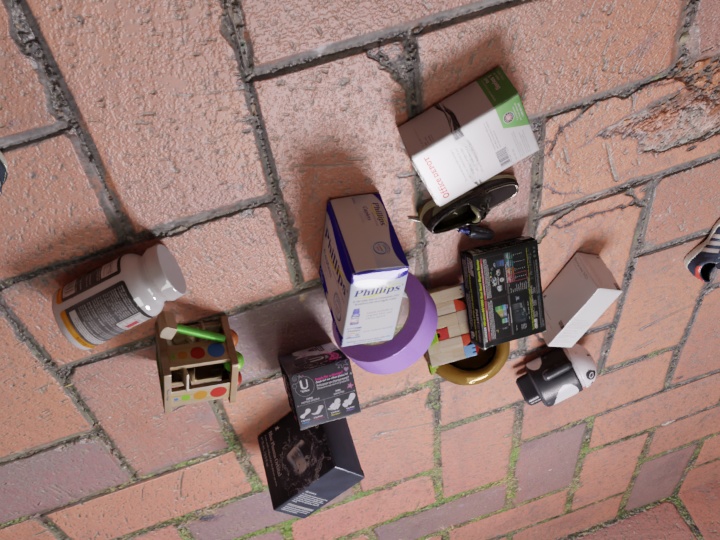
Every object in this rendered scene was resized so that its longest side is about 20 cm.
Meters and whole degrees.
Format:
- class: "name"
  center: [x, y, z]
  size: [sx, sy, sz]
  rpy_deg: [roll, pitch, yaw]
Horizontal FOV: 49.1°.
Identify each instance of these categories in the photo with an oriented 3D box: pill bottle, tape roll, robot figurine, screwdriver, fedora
- class: "pill bottle"
  center: [-0.400, 0.042, 1.315]
  size: [0.199, 0.117, 0.117]
  rpy_deg: [-26, 141, 5]
- class: "tape roll"
  center: [0.046, 0.095, 1.520]
  size: [0.199, 0.201, 0.066]
  rpy_deg: [-31, 142, 11]
- class: "robot figurine"
  center: [0.497, 0.268, 1.991]
  size: [0.199, 0.150, 0.125]
  rpy_deg: [-29, 105, 9]
- class: "screwdriver"
  center: [0.174, -0.080, 1.521]
  size: [0.198, 0.028, 0.029]
  rpy_deg: [4, 106, -27]
- class: "fedora"
  center: [0.227, 0.152, 1.728]
  size: [0.199, 0.202, 0.082]
  rpy_deg: [-25, 178, 4]

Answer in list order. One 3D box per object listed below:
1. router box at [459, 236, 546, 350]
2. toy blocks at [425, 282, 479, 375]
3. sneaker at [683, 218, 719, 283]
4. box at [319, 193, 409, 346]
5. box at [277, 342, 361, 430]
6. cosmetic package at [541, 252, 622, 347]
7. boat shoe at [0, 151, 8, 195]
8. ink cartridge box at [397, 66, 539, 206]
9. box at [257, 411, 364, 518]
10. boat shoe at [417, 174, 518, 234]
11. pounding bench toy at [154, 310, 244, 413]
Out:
- class: "router box"
  center: [0.290, 0.043, 1.599]
  size: [0.148, 0.062, 0.202]
  rpy_deg: [-13, 104, -18]
- class: "toy blocks"
  center: [0.193, 0.108, 1.650]
  size: [0.135, 0.100, 0.202]
  rpy_deg: [-14, 99, -6]
- class: "sneaker"
  center: [0.841, -0.052, 1.818]
  size: [0.074, 0.085, 0.201]
  rpy_deg: [3, 135, -27]
- class: "box"
  center: [0.000, 0.000, 1.403]
  size: [0.104, 0.185, 0.201]
  rpy_deg: [-7, 139, -15]
- class: "box"
  center: [-0.086, 0.227, 1.600]
  size: [0.131, 0.200, 0.116]
  rpy_deg: [-15, 98, -10]
- class: "cosmetic package"
  center: [0.479, 0.068, 1.767]
  size: [0.080, 0.113, 0.201]
  rpy_deg: [4, 133, -29]
- class: "boat shoe"
  center: [-0.547, -0.171, 1.044]
  size: [0.074, 0.062, 0.201]
  rpy_deg: [-21, 141, 2]
- class: "ink cartridge box"
  center: [0.180, -0.219, 1.313]
  size: [0.199, 0.085, 0.146]
  rpy_deg: [-29, 141, 9]
- class: "box"
  center: [-0.119, 0.434, 1.837]
  size: [0.199, 0.198, 0.117]
  rpy_deg: [-38, 138, 19]
- class: "boat shoe"
  center: [0.208, -0.115, 1.461]
  size: [0.198, 0.065, 0.074]
  rpy_deg: [-23, 139, -2]
- class: "pounding bench toy"
  center: [-0.300, 0.152, 1.482]
  size: [0.154, 0.125, 0.201]
  rpy_deg: [-7, 139, -18]
